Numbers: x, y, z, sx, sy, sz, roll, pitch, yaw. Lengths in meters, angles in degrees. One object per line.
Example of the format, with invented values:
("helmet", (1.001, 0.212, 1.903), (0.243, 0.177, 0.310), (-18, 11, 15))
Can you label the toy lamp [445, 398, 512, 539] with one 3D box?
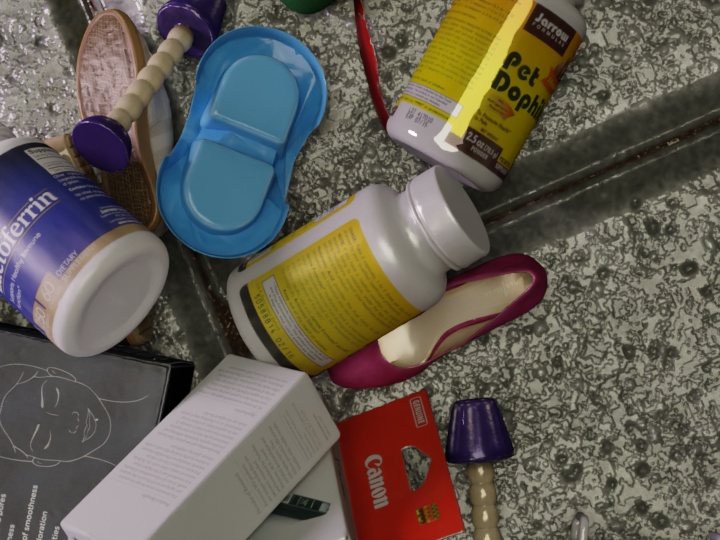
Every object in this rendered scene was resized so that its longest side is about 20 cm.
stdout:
("toy lamp", (0.104, 0.206, 1.352), (0.058, 0.058, 0.202), (-7, 88, 5))

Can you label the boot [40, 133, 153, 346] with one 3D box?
("boot", (-0.279, -0.001, 1.410), (0.166, 0.072, 0.201), (-26, 85, 14))

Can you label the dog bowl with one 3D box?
("dog bowl", (-0.101, -0.102, 1.373), (0.111, 0.050, 0.201), (21, 76, -8))

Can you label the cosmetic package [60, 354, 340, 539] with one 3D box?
("cosmetic package", (-0.121, 0.161, 1.271), (0.200, 0.101, 0.072), (-45, 124, -28))

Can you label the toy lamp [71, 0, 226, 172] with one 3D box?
("toy lamp", (-0.168, -0.166, 1.354), (0.058, 0.058, 0.201), (25, 50, 6))

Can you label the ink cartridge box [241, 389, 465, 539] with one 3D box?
("ink cartridge box", (-0.019, 0.164, 1.308), (0.173, 0.200, 0.044), (-22, 120, 4))

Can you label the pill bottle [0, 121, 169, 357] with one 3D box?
("pill bottle", (-0.257, -0.033, 1.304), (0.200, 0.116, 0.116), (38, 92, 21))

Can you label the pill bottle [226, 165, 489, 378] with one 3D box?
("pill bottle", (0.000, 0.000, 1.331), (0.199, 0.111, 0.112), (-31, 85, 18))

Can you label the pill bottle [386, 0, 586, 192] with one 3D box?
("pill bottle", (0.112, -0.173, 1.348), (0.109, 0.109, 0.201), (29, 91, 6))

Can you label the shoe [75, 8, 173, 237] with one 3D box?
("shoe", (-0.197, -0.123, 1.410), (0.069, 0.053, 0.202), (-12, 82, 25))

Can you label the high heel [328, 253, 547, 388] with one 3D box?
("high heel", (0.061, 0.045, 1.350), (0.199, 0.096, 0.068), (-21, 86, 4))

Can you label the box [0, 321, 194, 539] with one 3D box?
("box", (-0.258, 0.153, 1.363), (0.195, 0.124, 0.202), (12, 88, 4))

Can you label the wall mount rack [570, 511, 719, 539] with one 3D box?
("wall mount rack", (0.224, 0.292, 1.335), (0.198, 0.075, 0.175), (8, 85, 1))

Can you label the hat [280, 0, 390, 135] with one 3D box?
("hat", (-0.039, -0.243, 1.413), (0.164, 0.177, 0.201), (1, 50, 8))
